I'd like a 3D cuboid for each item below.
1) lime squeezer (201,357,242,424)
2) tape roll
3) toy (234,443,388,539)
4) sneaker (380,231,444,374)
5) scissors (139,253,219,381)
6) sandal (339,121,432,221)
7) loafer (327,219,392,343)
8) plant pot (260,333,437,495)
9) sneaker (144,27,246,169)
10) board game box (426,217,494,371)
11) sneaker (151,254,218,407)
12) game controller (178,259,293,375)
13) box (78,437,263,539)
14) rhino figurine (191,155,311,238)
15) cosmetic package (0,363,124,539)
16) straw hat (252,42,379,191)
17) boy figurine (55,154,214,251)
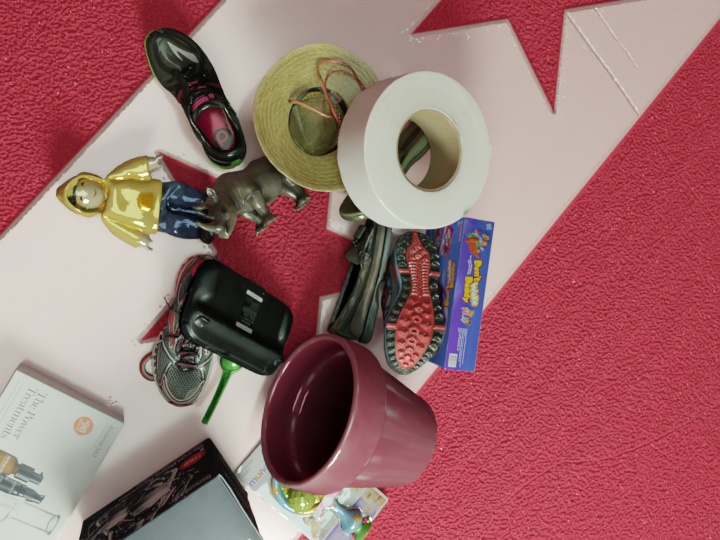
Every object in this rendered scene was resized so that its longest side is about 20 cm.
[{"bbox_3d":[-0.169,0.103,1.094,0.038,0.071,0.201,12,92,1],"label":"lime squeezer"},{"bbox_3d":[0.072,-0.154,1.074,0.202,0.071,0.203,-2,93,-31],"label":"tape roll"},{"bbox_3d":[-0.061,0.306,1.146,0.200,0.047,0.115,44,79,-14],"label":"toy"},{"bbox_3d":[0.068,0.053,1.129,0.079,0.096,0.201,12,65,-8],"label":"sneaker"},{"bbox_3d":[-0.221,0.078,1.109,0.073,0.014,0.200,35,82,-12],"label":"scissors"},{"bbox_3d":[0.031,-0.149,1.133,0.201,0.080,0.057,-54,127,-16],"label":"sandal"},{"bbox_3d":[0.000,0.000,1.140,0.063,0.072,0.201,9,92,-10],"label":"loafer"},{"bbox_3d":[-0.005,0.204,1.090,0.179,0.200,0.201,26,85,-35],"label":"plant pot"},{"bbox_3d":[-0.203,-0.226,1.061,0.077,0.084,0.200,-36,102,-12],"label":"sneaker"},{"bbox_3d":[0.124,0.029,1.141,0.045,0.134,0.201,7,91,-17],"label":"board game box"},{"bbox_3d":[-0.222,0.077,1.063,0.080,0.075,0.201,9,90,-15],"label":"sneaker"},{"bbox_3d":[-0.154,0.064,1.058,0.200,0.042,0.105,40,54,-53],"label":"game controller"},{"bbox_3d":[-0.239,0.323,1.025,0.200,0.182,0.104,-33,101,-11],"label":"box"},{"bbox_3d":[-0.143,-0.092,1.056,0.088,0.060,0.200,54,41,0],"label":"rhino figurine"},{"bbox_3d":[-0.415,0.242,1.041,0.151,0.052,0.200,31,84,-18],"label":"cosmetic package"},{"bbox_3d":[-0.061,-0.194,1.103,0.200,0.085,0.202,3,82,-24],"label":"straw hat"},{"bbox_3d":[-0.284,-0.092,1.056,0.199,0.064,0.125,13,92,-19],"label":"boy figurine"}]
